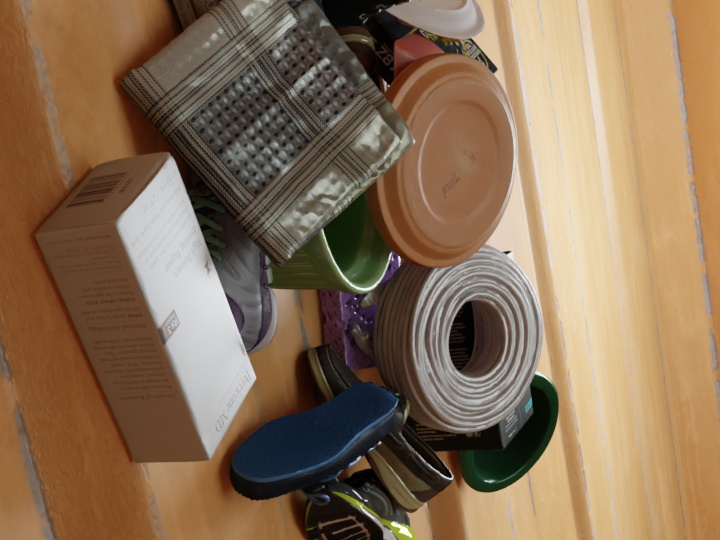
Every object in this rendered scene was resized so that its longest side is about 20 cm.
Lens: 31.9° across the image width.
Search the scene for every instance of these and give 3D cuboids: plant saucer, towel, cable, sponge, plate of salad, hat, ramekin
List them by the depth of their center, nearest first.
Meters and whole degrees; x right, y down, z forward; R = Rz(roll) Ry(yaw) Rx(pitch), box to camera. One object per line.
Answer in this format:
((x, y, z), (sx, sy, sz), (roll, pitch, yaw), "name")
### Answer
((-0.064, -0.130, 1.012), (0.193, 0.034, 0.200), (49, 53, -6), "towel")
((-0.047, -0.076, 1.145), (0.200, 0.096, 0.203), (-5, 90, -68), "ramekin")
((0.084, -0.102, 1.189), (0.199, 0.032, 0.203), (-11, 106, -42), "plant saucer")
((0.063, -0.134, 1.270), (0.200, 0.036, 0.202), (-55, 145, -74), "plant saucer")
((0.000, 0.000, 1.300), (0.111, 0.030, 0.203), (-6, 91, -52), "sponge")
((0.104, 0.065, 1.302), (0.200, 0.069, 0.201), (-44, 116, -27), "cable")
((0.046, -0.309, 1.378), (0.048, 0.199, 0.200), (-57, 180, 34), "plate of salad")
((0.155, 0.173, 1.697), (0.199, 0.175, 0.167), (-37, 130, -20), "hat")

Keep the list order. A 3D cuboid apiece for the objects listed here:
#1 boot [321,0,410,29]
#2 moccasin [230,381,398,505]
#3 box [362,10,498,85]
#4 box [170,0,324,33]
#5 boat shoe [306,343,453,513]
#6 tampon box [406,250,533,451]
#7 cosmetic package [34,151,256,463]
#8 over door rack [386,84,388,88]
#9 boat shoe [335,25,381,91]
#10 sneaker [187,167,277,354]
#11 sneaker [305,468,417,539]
((0.007, -0.254, 1.242), (0.074, 0.152, 0.205), (-67, 145, -49), "boot")
((-0.034, 0.166, 1.117), (0.199, 0.080, 0.069), (-17, 131, -43), "moccasin")
((0.072, -0.254, 1.450), (0.161, 0.049, 0.200), (47, 30, -3), "box")
((-0.085, -0.235, 1.117), (0.200, 0.032, 0.122), (-49, 130, -45), "box")
((0.021, 0.146, 1.239), (0.202, 0.066, 0.072), (56, 10, -16), "boat shoe")
((0.113, 0.092, 1.465), (0.150, 0.125, 0.203), (-25, 108, -66), "tampon box")
((-0.149, 0.030, 0.908), (0.102, 0.073, 0.202), (-63, 140, -52), "cosmetic package")
((0.121, -0.165, 1.545), (0.201, 0.066, 0.148), (59, 26, -2), "over door rack")
((-0.004, -0.148, 1.261), (0.203, 0.074, 0.076), (71, 6, -56), "boat shoe")
((-0.113, -0.024, 1.012), (0.087, 0.074, 0.203), (-24, 108, -61), "sneaker")
((-0.004, 0.234, 1.245), (0.200, 0.073, 0.082), (48, 27, -59), "sneaker")
